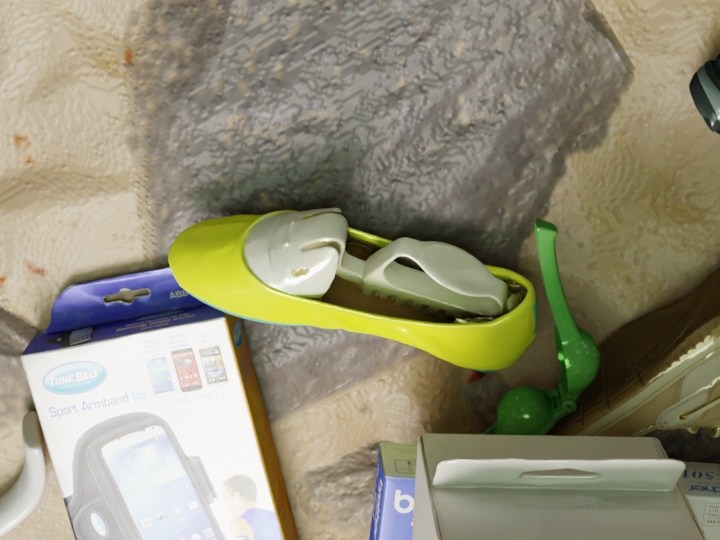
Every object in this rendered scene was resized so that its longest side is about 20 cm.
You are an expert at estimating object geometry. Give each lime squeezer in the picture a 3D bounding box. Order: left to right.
[{"bbox_3d":[0.083,0.062,1.159,0.070,0.038,0.200,4,130,-31],"label":"lime squeezer"}]

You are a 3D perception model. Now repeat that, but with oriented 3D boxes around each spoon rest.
[{"bbox_3d":[-0.268,0.138,1.239,0.199,0.099,0.061,-16,121,-2],"label":"spoon rest"}]

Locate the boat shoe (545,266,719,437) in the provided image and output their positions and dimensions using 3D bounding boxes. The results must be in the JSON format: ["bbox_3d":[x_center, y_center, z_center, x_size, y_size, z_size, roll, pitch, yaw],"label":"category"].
[{"bbox_3d":[0.182,0.053,1.166,0.200,0.074,0.069,-36,111,25],"label":"boat shoe"}]

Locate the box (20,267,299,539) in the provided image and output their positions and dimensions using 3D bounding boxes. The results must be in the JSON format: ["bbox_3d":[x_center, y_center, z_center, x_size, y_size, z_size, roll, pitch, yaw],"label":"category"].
[{"bbox_3d":[-0.110,0.100,1.231,0.119,0.042,0.201,-11,109,10],"label":"box"}]

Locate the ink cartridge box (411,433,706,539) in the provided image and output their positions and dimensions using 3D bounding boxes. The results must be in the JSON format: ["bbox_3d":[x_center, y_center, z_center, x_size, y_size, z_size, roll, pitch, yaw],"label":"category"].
[{"bbox_3d":[0.092,0.172,1.083,0.128,0.125,0.201,1,110,-5],"label":"ink cartridge box"}]

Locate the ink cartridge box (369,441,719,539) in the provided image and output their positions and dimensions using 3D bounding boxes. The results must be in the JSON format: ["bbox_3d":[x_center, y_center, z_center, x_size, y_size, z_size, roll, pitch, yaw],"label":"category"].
[{"bbox_3d":[0.104,0.147,1.166,0.199,0.044,0.094,4,111,-5],"label":"ink cartridge box"}]

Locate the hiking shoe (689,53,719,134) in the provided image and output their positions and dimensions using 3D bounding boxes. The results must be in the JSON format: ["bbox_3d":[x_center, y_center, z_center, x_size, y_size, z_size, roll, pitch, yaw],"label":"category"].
[{"bbox_3d":[0.264,-0.060,1.119,0.200,0.074,0.087,35,109,-6],"label":"hiking shoe"}]

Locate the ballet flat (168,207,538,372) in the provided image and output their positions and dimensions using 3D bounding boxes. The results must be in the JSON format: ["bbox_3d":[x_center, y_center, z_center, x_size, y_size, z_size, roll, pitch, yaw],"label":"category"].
[{"bbox_3d":[0.000,0.000,1.167,0.199,0.067,0.067,16,148,-4],"label":"ballet flat"}]
